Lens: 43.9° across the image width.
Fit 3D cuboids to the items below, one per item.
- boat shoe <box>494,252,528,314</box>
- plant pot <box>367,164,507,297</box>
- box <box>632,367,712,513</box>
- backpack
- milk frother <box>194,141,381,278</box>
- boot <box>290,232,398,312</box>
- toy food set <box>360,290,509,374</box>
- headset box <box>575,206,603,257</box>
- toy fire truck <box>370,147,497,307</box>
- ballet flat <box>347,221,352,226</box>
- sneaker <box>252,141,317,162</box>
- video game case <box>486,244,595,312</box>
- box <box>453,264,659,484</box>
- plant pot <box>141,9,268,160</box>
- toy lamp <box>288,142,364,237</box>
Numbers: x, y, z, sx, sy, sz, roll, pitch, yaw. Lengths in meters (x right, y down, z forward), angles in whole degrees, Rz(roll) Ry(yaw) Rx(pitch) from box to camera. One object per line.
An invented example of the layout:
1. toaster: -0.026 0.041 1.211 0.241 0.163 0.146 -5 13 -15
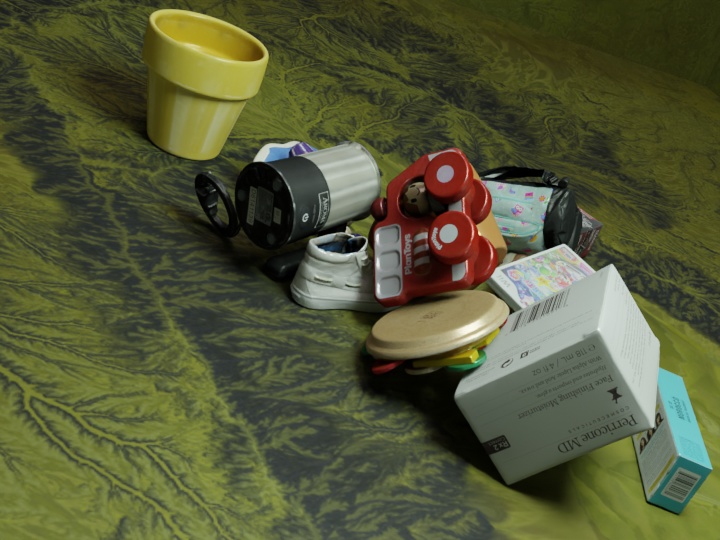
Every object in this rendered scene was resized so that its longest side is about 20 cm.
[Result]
1. boat shoe: 0.252 0.021 1.405 0.070 0.077 0.200 -1 24 18
2. plant pot: 0.127 -0.044 1.346 0.198 0.201 0.141 -12 60 -47
3. box: 0.406 0.220 1.191 0.048 0.083 0.201 21 29 -3
4. backpack: 0.262 -0.090 1.508 0.196 0.129 0.167 11 -23 27
5. milk frother: -0.109 -0.111 1.276 0.200 0.183 0.186 43 37 23
6. boot: 0.000 0.000 1.254 0.197 0.097 0.074 -2 36 -38
7. toy food set: 0.095 0.079 1.142 0.196 0.050 0.197 -7 16 33
8. headset box: 0.352 -0.083 1.675 0.148 0.076 0.198 37 32 25
9. toy fire truck: 0.088 -0.061 1.207 0.112 0.164 0.205 35 48 -59
10. ballet flat: -0.012 -0.131 1.499 0.068 0.046 0.201 53 26 -16
11. sneaker: -0.100 -0.161 1.476 0.109 0.078 0.200 20 20 15
12. video game case: 0.297 0.030 1.353 0.197 0.018 0.143 -17 52 -39
13. box: 0.242 0.122 1.079 0.132 0.197 0.200 56 28 -8
14. plant pot: -0.269 -0.297 1.467 0.196 0.192 0.202 17 29 -9
15. toy lamp: -0.055 -0.112 1.390 0.057 0.058 0.202 -8 61 -44
